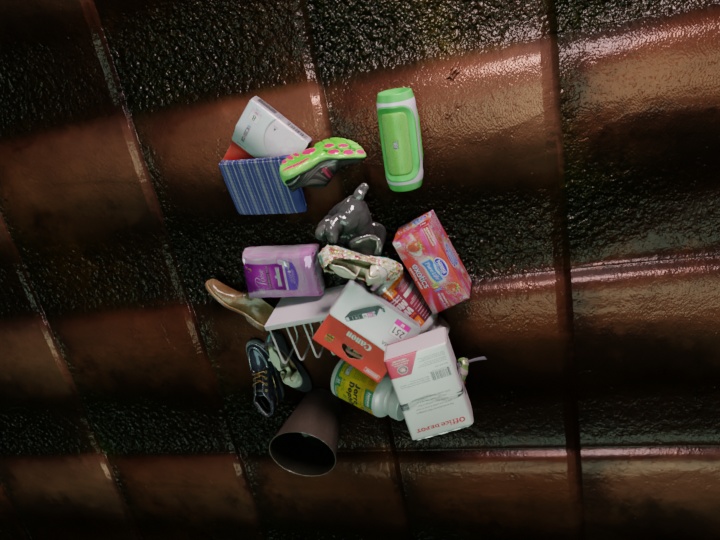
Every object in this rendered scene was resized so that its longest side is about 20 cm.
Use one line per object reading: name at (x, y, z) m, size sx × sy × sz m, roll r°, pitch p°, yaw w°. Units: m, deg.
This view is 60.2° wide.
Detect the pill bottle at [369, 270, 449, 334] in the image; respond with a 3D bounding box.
pill bottle at (0.115, 0.094, 1.473) m, size 0.109 × 0.110 × 0.200 m, roll -39°, pitch 101°, yaw 27°

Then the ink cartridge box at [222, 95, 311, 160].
ink cartridge box at (-0.225, -0.265, 1.422) m, size 0.161 × 0.057 × 0.201 m, roll 35°, pitch 114°, yaw -5°

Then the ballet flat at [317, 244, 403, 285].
ballet flat at (0.000, 0.000, 1.362) m, size 0.195 × 0.065 × 0.077 m, roll 12°, pitch 128°, yaw -9°

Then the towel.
towel at (-0.225, -0.197, 1.444) m, size 0.195 × 0.024 × 0.147 m, roll 1°, pitch 127°, yaw 25°

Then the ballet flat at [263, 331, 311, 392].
ballet flat at (-0.198, 0.258, 1.654) m, size 0.072 × 0.073 × 0.203 m, roll -21°, pitch 109°, yaw 22°

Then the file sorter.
file sorter at (-0.109, 0.136, 1.535) m, size 0.195 × 0.140 × 0.127 m, roll -12°, pitch 115°, yaw 19°

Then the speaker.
speaker at (0.085, -0.276, 1.318) m, size 0.086 × 0.089 × 0.205 m, roll -3°, pitch 114°, yaw 15°

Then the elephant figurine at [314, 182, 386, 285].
elephant figurine at (0.003, -0.062, 1.425) m, size 0.200 × 0.142 × 0.154 m, roll 46°, pitch 150°, yaw -14°

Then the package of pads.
package of pads at (-0.187, 0.000, 1.524) m, size 0.195 × 0.076 × 0.123 m, roll -2°, pitch 112°, yaw 15°

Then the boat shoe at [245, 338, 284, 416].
boat shoe at (-0.264, 0.290, 1.672) m, size 0.069 × 0.091 × 0.204 m, roll -13°, pitch 111°, yaw 19°

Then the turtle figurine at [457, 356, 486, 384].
turtle figurine at (0.183, 0.247, 1.486) m, size 0.142 × 0.203 × 0.194 m, roll -6°, pitch 138°, yaw 40°

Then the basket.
basket at (-0.127, 0.416, 1.636) m, size 0.175 × 0.201 × 0.139 m, roll 5°, pitch 116°, yaw 10°

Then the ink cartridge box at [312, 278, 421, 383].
ink cartridge box at (0.012, 0.143, 1.409) m, size 0.198 × 0.044 × 0.175 m, roll 34°, pitch 101°, yaw -7°

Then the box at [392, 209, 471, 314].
box at (0.165, -0.019, 1.414) m, size 0.098 × 0.096 × 0.202 m, roll -25°, pitch 107°, yaw 22°

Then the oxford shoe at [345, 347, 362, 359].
oxford shoe at (0.059, 0.200, 1.574) m, size 0.195 × 0.071 × 0.076 m, roll 9°, pitch 91°, yaw 11°

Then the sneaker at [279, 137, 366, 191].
sneaker at (-0.082, -0.232, 1.373) m, size 0.195 × 0.078 × 0.085 m, roll -18°, pitch 139°, yaw -5°

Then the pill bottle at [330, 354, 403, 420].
pill bottle at (0.031, 0.296, 1.553) m, size 0.197 × 0.112 × 0.115 m, roll 19°, pitch 122°, yaw 32°

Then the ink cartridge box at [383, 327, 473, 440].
ink cartridge box at (0.150, 0.248, 1.354) m, size 0.142 × 0.085 × 0.204 m, roll -18°, pitch 105°, yaw 11°

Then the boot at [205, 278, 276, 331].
boot at (-0.303, 0.069, 1.594) m, size 0.198 × 0.074 × 0.076 m, roll 34°, pitch 112°, yaw -14°
